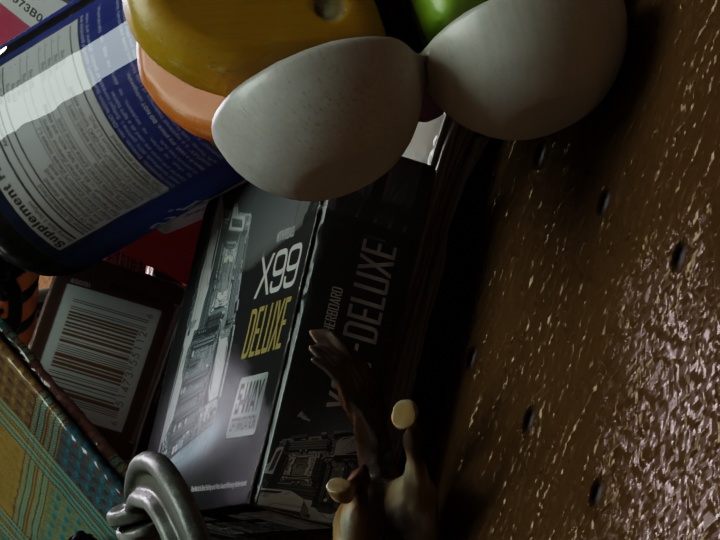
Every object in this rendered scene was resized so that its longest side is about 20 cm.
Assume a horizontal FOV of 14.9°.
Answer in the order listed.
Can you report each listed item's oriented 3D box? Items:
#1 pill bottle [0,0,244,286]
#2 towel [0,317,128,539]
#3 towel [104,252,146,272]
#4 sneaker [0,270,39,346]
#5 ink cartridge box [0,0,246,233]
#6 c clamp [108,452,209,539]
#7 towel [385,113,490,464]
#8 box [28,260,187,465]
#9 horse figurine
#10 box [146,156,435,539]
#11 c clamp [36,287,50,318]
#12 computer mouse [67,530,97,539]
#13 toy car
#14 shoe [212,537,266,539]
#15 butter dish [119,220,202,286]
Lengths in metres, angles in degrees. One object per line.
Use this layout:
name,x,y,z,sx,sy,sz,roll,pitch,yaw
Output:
pill bottle,-0.125,-0.066,1.281,0.200,0.112,0.112,-28,40,26
towel,-0.161,0.111,1.336,0.147,0.022,0.200,47,147,20
towel,-0.147,-0.023,1.683,0.200,0.022,0.145,88,-175,-56
sneaker,-0.197,0.004,1.411,0.090,0.070,0.201,29,-110,-84
ink cartridge box,-0.086,-0.144,1.356,0.200,0.145,0.084,-57,-12,21
c clamp,-0.069,0.168,1.149,0.171,0.027,0.201,-163,57,-73
towel,0.000,0.000,1.263,0.200,0.032,0.192,-151,78,-73
box,-0.132,0.073,1.450,0.200,0.075,0.100,98,-171,-73
horse figurine,0.005,0.127,1.062,0.133,0.050,0.201,80,-170,-71
box,-0.037,0.036,1.209,0.200,0.050,0.158,163,122,-70
c clamp,-0.183,0.035,1.549,0.200,0.170,0.027,60,-159,-70
computer mouse,-0.157,0.172,1.303,0.200,0.034,0.059,117,179,-53
toy car,0.003,-0.111,1.088,0.150,0.199,0.175,98,153,-68
shoe,-0.080,0.122,1.359,0.070,0.053,0.201,-43,35,42
butter dish,-0.107,-0.084,1.497,0.199,0.147,0.201,-125,52,-71
